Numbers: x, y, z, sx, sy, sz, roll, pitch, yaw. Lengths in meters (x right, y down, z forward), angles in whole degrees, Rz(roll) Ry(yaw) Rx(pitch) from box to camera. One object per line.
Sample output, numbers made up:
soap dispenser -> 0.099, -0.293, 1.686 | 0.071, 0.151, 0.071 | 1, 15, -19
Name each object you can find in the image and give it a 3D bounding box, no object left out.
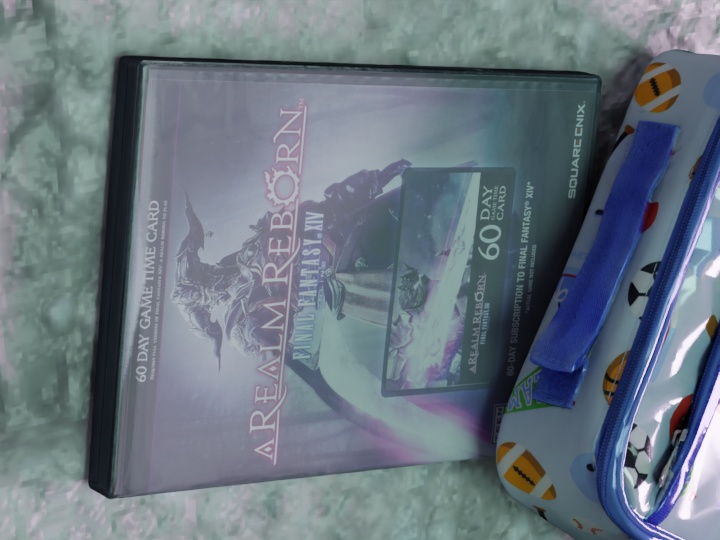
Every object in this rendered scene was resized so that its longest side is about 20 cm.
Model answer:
video game case -> 0.000, 0.000, 0.729 | 0.200, 0.019, 0.143 | -2, 102, -38
lunch bag -> 0.134, 0.024, 0.793 | 0.160, 0.075, 0.200 | 34, 73, -45
